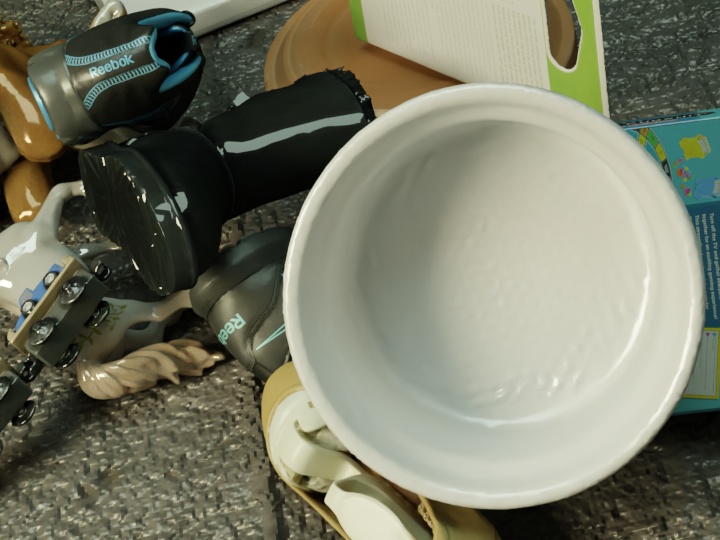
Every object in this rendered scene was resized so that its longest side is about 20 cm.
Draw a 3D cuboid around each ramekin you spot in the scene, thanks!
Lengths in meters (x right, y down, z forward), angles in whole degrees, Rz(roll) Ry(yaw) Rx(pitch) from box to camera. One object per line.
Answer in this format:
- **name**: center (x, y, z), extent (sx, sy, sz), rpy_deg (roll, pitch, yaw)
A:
- **ramekin**: center (0.067, 0.007, 1.048), extent (0.198, 0.203, 0.098), rpy_deg (-7, 8, 8)

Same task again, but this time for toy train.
- **toy train**: center (-0.204, 0.073, 1.169), extent (0.046, 0.034, 0.201), rpy_deg (26, 76, 47)

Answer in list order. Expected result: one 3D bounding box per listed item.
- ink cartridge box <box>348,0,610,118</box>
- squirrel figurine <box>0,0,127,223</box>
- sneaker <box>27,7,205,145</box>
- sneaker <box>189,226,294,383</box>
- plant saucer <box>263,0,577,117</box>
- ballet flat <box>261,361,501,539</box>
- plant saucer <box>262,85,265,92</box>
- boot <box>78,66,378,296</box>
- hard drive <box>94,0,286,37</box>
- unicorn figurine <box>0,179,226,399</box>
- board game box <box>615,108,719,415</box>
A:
- **ink cartridge box**: center (0.081, -0.181, 1.240), extent (0.199, 0.149, 0.076), rpy_deg (27, 53, 35)
- **squirrel figurine**: center (-0.230, -0.115, 1.355), extent (0.186, 0.142, 0.200), rpy_deg (-26, 44, -23)
- **sneaker**: center (-0.120, -0.117, 1.260), extent (0.081, 0.074, 0.200), rpy_deg (-22, 7, 17)
- **sneaker**: center (0.000, 0.000, 1.225), extent (0.199, 0.076, 0.080), rpy_deg (-28, 71, -24)
- **plant saucer**: center (0.036, -0.138, 1.340), extent (0.198, 0.033, 0.201), rpy_deg (-8, 41, 7)
- **ballet flat**: center (-0.003, 0.102, 1.089), extent (0.063, 0.069, 0.200), rpy_deg (11, 20, -46)
- **plant saucer**: center (0.036, -0.116, 1.360), extent (0.198, 0.030, 0.201), rpy_deg (-8, 41, 7)
- **boot**: center (-0.060, -0.055, 1.177), extent (0.161, 0.074, 0.198), rpy_deg (-17, 17, -15)
- **hard drive**: center (-0.092, -0.223, 1.516), extent (0.198, 0.027, 0.132), rpy_deg (-23, 42, -11)
- **unicorn figurine**: center (-0.176, 0.007, 1.246), extent (0.137, 0.074, 0.200), rpy_deg (-29, 41, -23)
- **board game box**: center (0.152, -0.002, 1.110), extent (0.198, 0.153, 0.047), rpy_deg (-7, 8, 7)
